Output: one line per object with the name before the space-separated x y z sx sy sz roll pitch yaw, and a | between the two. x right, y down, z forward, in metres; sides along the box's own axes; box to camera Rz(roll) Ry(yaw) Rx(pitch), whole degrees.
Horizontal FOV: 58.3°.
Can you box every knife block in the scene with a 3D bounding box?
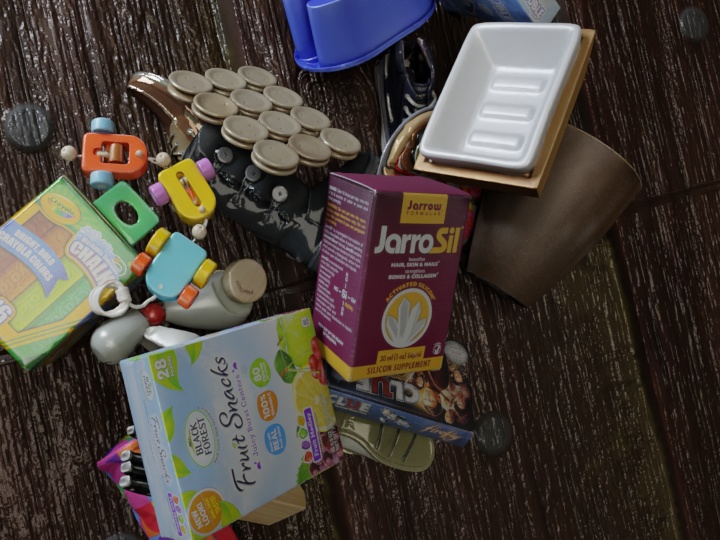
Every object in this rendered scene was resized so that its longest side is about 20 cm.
knife block | -0.160 0.227 0.695 0.063 0.175 0.202 -29 95 24

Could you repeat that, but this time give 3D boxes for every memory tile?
memory tile | -0.108 -0.173 0.724 0.199 0.017 0.152 41 39 22

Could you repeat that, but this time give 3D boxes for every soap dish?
soap dish | 0.167 -0.184 0.743 0.081 0.155 0.203 41 69 -52

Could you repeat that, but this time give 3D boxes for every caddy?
caddy | -0.001 -0.319 0.798 0.198 0.141 0.106 -36 132 -14

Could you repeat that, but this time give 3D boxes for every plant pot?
plant pot | 0.225 -0.063 0.833 0.185 0.187 0.203 31 91 -10

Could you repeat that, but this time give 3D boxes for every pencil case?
pencil case | -0.212 0.271 0.725 0.087 0.088 0.203 -30 93 -15

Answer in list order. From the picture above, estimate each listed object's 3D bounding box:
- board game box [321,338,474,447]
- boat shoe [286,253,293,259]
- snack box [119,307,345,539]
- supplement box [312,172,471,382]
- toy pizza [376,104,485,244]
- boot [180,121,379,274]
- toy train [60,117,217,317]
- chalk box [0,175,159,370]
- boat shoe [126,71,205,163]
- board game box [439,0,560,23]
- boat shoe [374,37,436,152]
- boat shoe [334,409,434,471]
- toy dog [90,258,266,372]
board game box | 0.042 0.124 0.790 0.196 0.035 0.137 19 43 -13
boat shoe | 0.000 0.000 0.808 0.197 0.072 0.070 28 81 -12
snack box | -0.120 0.144 0.647 0.198 0.067 0.173 -15 91 -45
supplement box | 0.030 0.003 0.707 0.128 0.103 0.205 -2 108 -31
toy pizza | 0.101 -0.105 0.820 0.197 0.032 0.205 -12 111 -33
boot | -0.093 -0.116 0.744 0.198 0.066 0.167 31 71 -7
toy train | -0.220 -0.051 0.658 0.147 0.056 0.205 -4 77 -17
chalk box | -0.310 -0.010 0.697 0.125 0.124 0.200 46 76 -8
boat shoe | -0.196 -0.156 0.767 0.198 0.076 0.073 36 80 -8
board game box | 0.115 -0.375 0.766 0.199 0.199 0.044 32 97 -40
boat shoe | 0.066 -0.196 0.829 0.073 0.093 0.205 -14 89 -15
boat shoe | -0.003 0.189 0.794 0.197 0.068 0.076 28 66 -10
toy dog | -0.188 0.065 0.722 0.197 0.132 0.098 -26 97 -14
